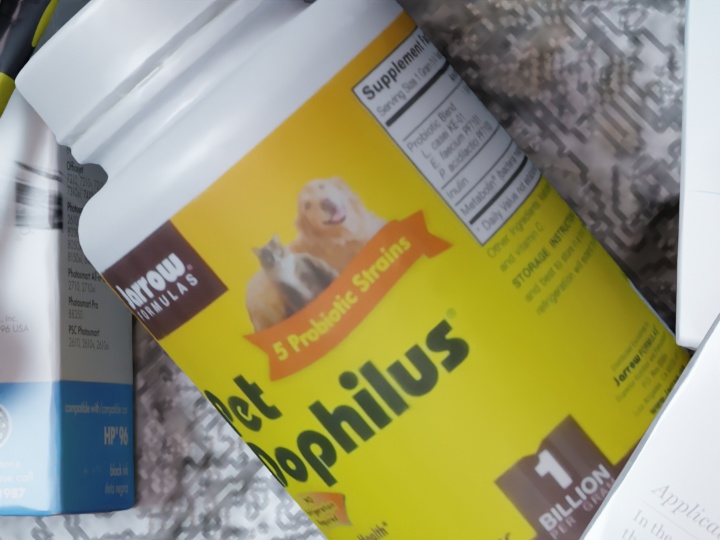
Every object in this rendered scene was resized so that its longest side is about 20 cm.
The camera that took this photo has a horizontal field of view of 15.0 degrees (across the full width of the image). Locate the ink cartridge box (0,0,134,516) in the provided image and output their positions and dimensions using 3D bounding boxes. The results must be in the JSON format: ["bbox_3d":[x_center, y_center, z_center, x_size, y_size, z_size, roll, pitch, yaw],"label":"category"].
[{"bbox_3d":[-0.132,-0.026,0.826,0.115,0.068,0.202,-2,86,16],"label":"ink cartridge box"}]

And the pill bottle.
[{"bbox_3d":[0.000,0.000,0.737,0.109,0.109,0.200,-40,95,10],"label":"pill bottle"}]

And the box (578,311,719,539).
[{"bbox_3d":[0.115,0.067,0.633,0.097,0.124,0.201,34,99,17],"label":"box"}]

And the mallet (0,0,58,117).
[{"bbox_3d":[-0.103,-0.046,0.770,0.041,0.066,0.201,23,78,13],"label":"mallet"}]

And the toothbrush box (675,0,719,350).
[{"bbox_3d":[0.164,-0.074,0.731,0.145,0.085,0.202,0,86,16],"label":"toothbrush box"}]
